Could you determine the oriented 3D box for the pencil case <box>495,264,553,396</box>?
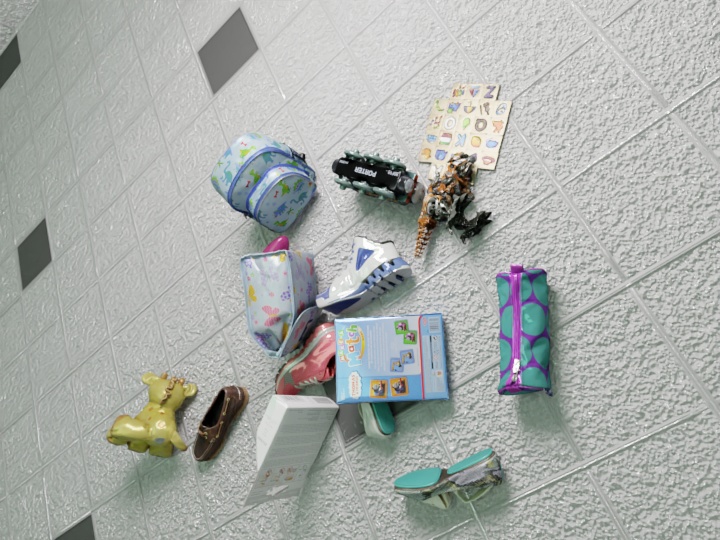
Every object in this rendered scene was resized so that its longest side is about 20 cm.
[{"bbox_3d":[0.261,0.098,0.865,0.084,0.092,0.203,-6,75,31],"label":"pencil case"}]

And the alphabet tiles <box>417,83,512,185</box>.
[{"bbox_3d":[0.199,-0.267,1.042,0.165,0.006,0.202,14,86,34],"label":"alphabet tiles"}]

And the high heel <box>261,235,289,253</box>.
[{"bbox_3d":[-0.188,0.028,1.184,0.096,0.067,0.202,42,117,42],"label":"high heel"}]

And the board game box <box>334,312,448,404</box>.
[{"bbox_3d":[0.054,0.159,0.972,0.197,0.037,0.153,-4,75,6],"label":"board game box"}]

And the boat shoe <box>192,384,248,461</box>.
[{"bbox_3d":[-0.328,0.341,1.201,0.070,0.070,0.201,34,99,32],"label":"boat shoe"}]

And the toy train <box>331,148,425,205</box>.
[{"bbox_3d":[0.035,-0.179,1.058,0.199,0.113,0.086,21,92,38],"label":"toy train"}]

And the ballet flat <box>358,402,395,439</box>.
[{"bbox_3d":[0.011,0.220,1.020,0.069,0.069,0.202,-24,68,26],"label":"ballet flat"}]

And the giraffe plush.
[{"bbox_3d":[-0.476,0.330,1.262,0.199,0.172,0.164,-23,45,37],"label":"giraffe plush"}]

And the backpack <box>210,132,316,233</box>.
[{"bbox_3d":[-0.203,-0.190,1.166,0.184,0.199,0.147,-51,58,11],"label":"backpack"}]

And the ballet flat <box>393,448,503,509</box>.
[{"bbox_3d":[0.147,0.359,0.896,0.199,0.072,0.073,-28,65,26],"label":"ballet flat"}]

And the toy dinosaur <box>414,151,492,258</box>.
[{"bbox_3d":[0.163,-0.116,0.997,0.136,0.101,0.202,38,122,47],"label":"toy dinosaur"}]

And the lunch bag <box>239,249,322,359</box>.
[{"bbox_3d":[-0.148,0.064,1.073,0.125,0.169,0.203,-5,88,12],"label":"lunch bag"}]

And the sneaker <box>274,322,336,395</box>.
[{"bbox_3d":[-0.099,0.202,1.083,0.087,0.074,0.201,45,103,30],"label":"sneaker"}]

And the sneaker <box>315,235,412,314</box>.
[{"bbox_3d":[0.001,0.000,1.071,0.198,0.080,0.116,-29,60,17],"label":"sneaker"}]

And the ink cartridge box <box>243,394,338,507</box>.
[{"bbox_3d":[-0.140,0.337,1.024,0.050,0.160,0.202,29,95,36],"label":"ink cartridge box"}]
